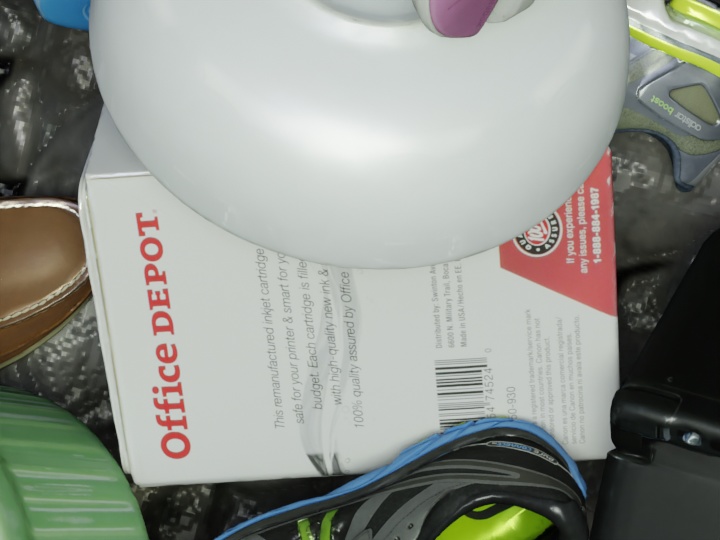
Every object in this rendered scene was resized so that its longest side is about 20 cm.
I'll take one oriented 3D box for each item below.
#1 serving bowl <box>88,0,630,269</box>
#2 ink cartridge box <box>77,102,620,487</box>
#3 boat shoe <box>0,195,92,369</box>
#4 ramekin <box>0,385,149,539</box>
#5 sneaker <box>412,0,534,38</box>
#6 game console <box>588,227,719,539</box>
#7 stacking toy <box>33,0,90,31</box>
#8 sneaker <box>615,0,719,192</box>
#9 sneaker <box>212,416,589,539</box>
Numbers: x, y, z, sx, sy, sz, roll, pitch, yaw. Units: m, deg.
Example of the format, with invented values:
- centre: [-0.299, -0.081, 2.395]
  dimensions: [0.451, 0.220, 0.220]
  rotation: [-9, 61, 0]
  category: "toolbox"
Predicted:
- centre: [0.003, -0.102, 0.892]
  dimensions: [0.199, 0.066, 0.201]
  rotation: [3, 59, -5]
  category: "serving bowl"
- centre: [0.000, 0.000, 0.984]
  dimensions: [0.199, 0.083, 0.147]
  rotation: [-3, 122, 4]
  category: "ink cartridge box"
- centre: [-0.203, 0.016, 1.016]
  dimensions: [0.199, 0.074, 0.076]
  rotation: [-18, 82, -9]
  category: "boat shoe"
- centre: [-0.173, 0.134, 0.982]
  dimensions: [0.199, 0.097, 0.201]
  rotation: [-3, 85, 37]
  category: "ramekin"
- centre: [0.071, -0.147, 0.856]
  dimensions: [0.089, 0.200, 0.081]
  rotation: [47, 133, 23]
  category: "sneaker"
- centre: [0.194, 0.094, 0.917]
  dimensions: [0.199, 0.176, 0.117]
  rotation: [15, 135, 22]
  category: "game console"
- centre: [-0.069, -0.196, 1.013]
  dimensions: [0.109, 0.116, 0.201]
  rotation: [7, 78, -2]
  category: "stacking toy"
- centre: [0.069, -0.093, 1.012]
  dimensions: [0.199, 0.074, 0.081]
  rotation: [21, 96, 5]
  category: "sneaker"
- centre: [-0.003, 0.124, 0.937]
  dimensions: [0.199, 0.083, 0.071]
  rotation: [-29, 114, -4]
  category: "sneaker"
